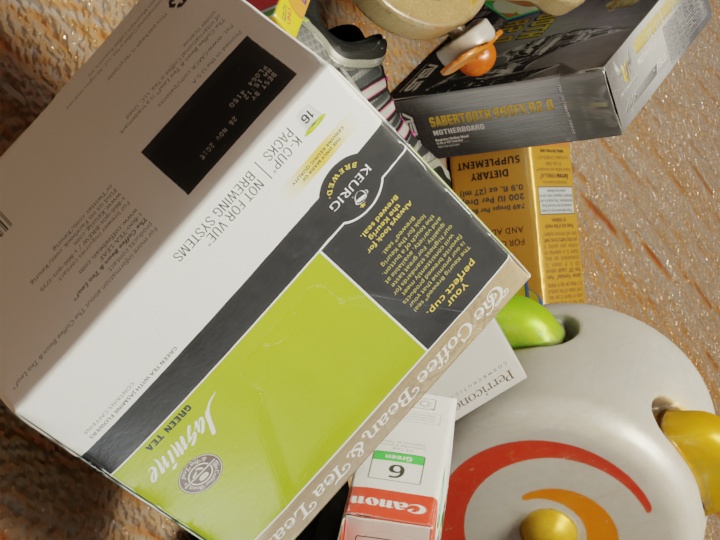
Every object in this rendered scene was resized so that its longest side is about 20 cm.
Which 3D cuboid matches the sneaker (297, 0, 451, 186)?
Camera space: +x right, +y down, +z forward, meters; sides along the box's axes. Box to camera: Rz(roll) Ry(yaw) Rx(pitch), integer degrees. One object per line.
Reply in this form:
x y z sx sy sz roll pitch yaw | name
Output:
-0.004 -0.098 1.226 0.200 0.074 0.088 34 62 -46 | sneaker

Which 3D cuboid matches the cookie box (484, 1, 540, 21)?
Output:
0.066 -0.283 1.340 0.200 0.075 0.172 26 62 -39 | cookie box

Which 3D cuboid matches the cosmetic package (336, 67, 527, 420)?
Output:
0.000 0.000 1.162 0.200 0.108 0.085 56 2 -34 | cosmetic package

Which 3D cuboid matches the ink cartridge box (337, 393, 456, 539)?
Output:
0.014 0.158 1.088 0.200 0.050 0.109 -75 171 -63 | ink cartridge box

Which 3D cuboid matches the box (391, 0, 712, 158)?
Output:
0.129 -0.142 1.375 0.200 0.158 0.048 -48 124 -51 | box

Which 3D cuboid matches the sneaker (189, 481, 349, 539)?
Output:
-0.064 0.179 1.095 0.079 0.075 0.200 34 49 -33 | sneaker

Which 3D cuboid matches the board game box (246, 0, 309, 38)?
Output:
-0.053 -0.196 1.142 0.030 0.095 0.200 55 41 -37 | board game box

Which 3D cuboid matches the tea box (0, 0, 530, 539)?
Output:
-0.064 0.001 0.964 0.200 0.134 0.197 -47 136 -2 | tea box

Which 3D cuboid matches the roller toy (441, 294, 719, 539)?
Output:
0.127 0.128 1.277 0.140 0.200 0.183 -67 178 -55 | roller toy

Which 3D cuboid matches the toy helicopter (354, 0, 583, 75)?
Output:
0.068 -0.171 1.227 0.200 0.079 0.132 -3 67 -43 | toy helicopter

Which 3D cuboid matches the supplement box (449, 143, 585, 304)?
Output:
0.109 -0.003 1.405 0.069 0.066 0.200 -7 89 -59 | supplement box
